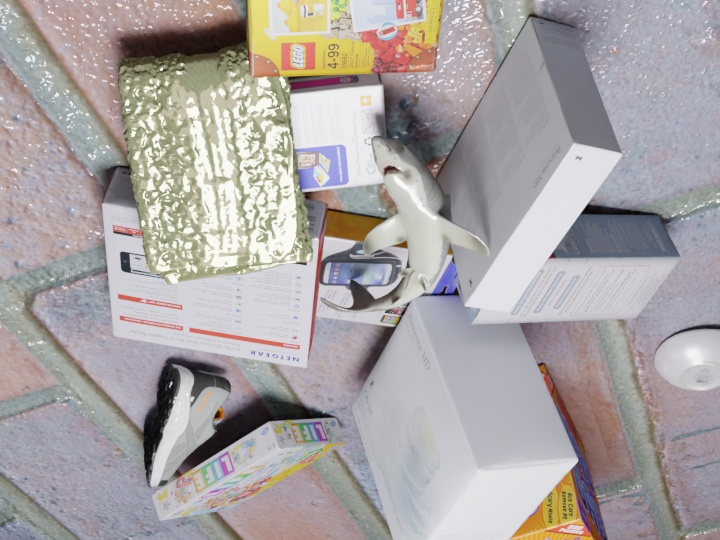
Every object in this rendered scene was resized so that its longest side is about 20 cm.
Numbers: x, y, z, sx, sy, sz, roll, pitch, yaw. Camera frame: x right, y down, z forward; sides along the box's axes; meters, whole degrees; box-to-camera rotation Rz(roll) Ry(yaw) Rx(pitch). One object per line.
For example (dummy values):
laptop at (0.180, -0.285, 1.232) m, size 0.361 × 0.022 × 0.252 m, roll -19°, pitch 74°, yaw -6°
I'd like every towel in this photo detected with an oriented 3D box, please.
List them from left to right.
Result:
towel at (-0.121, -0.086, 0.963) m, size 0.146 × 0.037 × 0.203 m, roll -8°, pitch 116°, yaw 0°

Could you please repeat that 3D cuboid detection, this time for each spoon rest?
spoon rest at (0.440, 0.106, 1.347) m, size 0.196 × 0.061 × 0.100 m, roll 6°, pitch 139°, yaw 4°

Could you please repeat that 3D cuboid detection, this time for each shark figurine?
shark figurine at (0.051, -0.026, 1.037) m, size 0.127 × 0.090 × 0.216 m, roll 24°, pitch 136°, yaw 6°

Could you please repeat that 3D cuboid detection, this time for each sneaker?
sneaker at (-0.201, 0.184, 1.315) m, size 0.078 × 0.075 × 0.201 m, roll 5°, pitch 139°, yaw -24°

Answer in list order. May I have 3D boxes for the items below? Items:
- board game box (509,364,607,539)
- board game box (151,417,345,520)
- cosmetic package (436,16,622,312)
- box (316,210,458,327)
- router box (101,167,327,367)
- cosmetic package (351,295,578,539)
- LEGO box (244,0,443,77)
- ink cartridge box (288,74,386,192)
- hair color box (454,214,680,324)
board game box at (0.169, 0.272, 1.374) m, size 0.197 × 0.202 × 0.200 m, roll -19°, pitch 139°, yaw 14°
board game box at (-0.132, 0.234, 1.370) m, size 0.199 × 0.035 × 0.134 m, roll -34°, pitch 159°, yaw 27°
cosmetic package at (0.135, -0.086, 0.989) m, size 0.051 × 0.152 × 0.201 m, roll 10°, pitch 138°, yaw -19°
box at (0.000, 0.000, 1.157) m, size 0.197 × 0.042 × 0.120 m, roll 7°, pitch 138°, yaw -20°
router box at (-0.137, 0.002, 1.087) m, size 0.196 × 0.049 × 0.181 m, roll 10°, pitch 136°, yaw 1°
cosmetic package at (0.097, 0.165, 1.191) m, size 0.121 × 0.201 × 0.201 m, roll 0°, pitch 140°, yaw -26°
LEGO box at (-0.012, -0.244, 0.838) m, size 0.146 × 0.078 × 0.202 m, roll -3°, pitch 140°, yaw -6°
ink cartridge box at (-0.075, -0.112, 0.998) m, size 0.196 × 0.037 × 0.096 m, roll -8°, pitch 124°, yaw -3°
hair color box at (0.203, -0.002, 1.145) m, size 0.197 × 0.061 × 0.100 m, roll -1°, pitch 140°, yaw -24°
